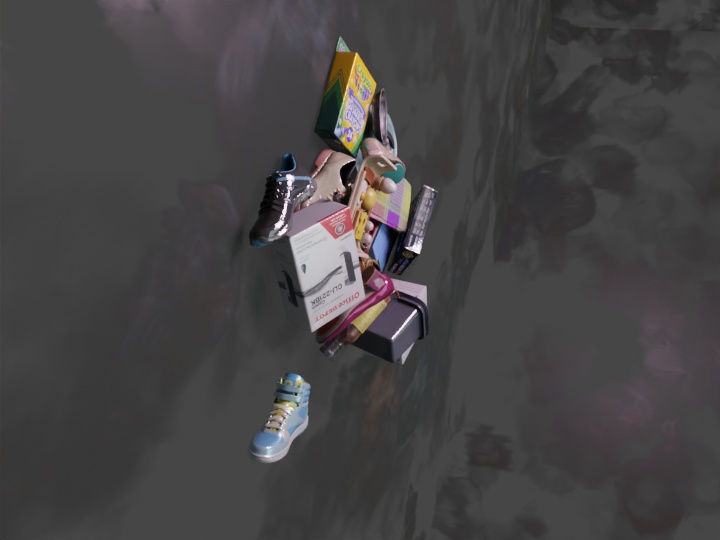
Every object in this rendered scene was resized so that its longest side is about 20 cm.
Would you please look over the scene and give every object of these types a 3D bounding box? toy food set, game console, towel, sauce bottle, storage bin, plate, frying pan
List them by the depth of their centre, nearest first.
[{"bbox_3d":[0.023,-0.127,1.220,0.143,0.060,0.203,5,102,-75],"label":"toy food set"},{"bbox_3d":[0.051,-0.337,1.330,0.190,0.030,0.117,-32,122,-78],"label":"frying pan"},{"bbox_3d":[-0.015,0.119,1.367,0.200,0.066,0.066,-48,150,-9],"label":"sauce bottle"},{"bbox_3d":[0.044,-0.285,1.397,0.199,0.025,0.204,-12,104,-57],"label":"plate"},{"bbox_3d":[0.049,0.123,1.447,0.134,0.198,0.147,-45,143,-38],"label":"storage bin"},{"bbox_3d":[0.069,-0.185,1.492,0.199,0.022,0.146,20,76,-55],"label":"towel"},{"bbox_3d":[0.055,-0.072,1.561,0.178,0.031,0.202,67,41,-54],"label":"game console"}]

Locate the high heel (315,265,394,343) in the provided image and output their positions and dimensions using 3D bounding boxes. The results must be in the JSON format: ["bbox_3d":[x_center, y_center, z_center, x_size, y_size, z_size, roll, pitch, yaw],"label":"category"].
[{"bbox_3d":[-0.007,0.089,1.257,0.200,0.067,0.096,-47,134,3],"label":"high heel"}]

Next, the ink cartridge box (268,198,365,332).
[{"bbox_3d":[-0.080,-0.010,1.116,0.143,0.083,0.203,-31,126,-32],"label":"ink cartridge box"}]

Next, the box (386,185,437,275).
[{"bbox_3d":[0.139,-0.106,1.620,0.159,0.045,0.203,125,-15,-64],"label":"box"}]

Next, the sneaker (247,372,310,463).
[{"bbox_3d":[-0.157,0.276,1.161,0.200,0.078,0.133,-40,139,-70],"label":"sneaker"}]

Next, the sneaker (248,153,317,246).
[{"bbox_3d":[-0.146,-0.121,1.027,0.083,0.072,0.201,62,36,-34],"label":"sneaker"}]

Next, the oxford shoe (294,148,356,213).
[{"bbox_3d":[-0.070,-0.153,1.165,0.071,0.073,0.202,62,45,-60],"label":"oxford shoe"}]

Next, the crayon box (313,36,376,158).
[{"bbox_3d":[-0.024,-0.349,1.212,0.126,0.051,0.203,32,71,-66],"label":"crayon box"}]

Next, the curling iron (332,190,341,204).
[{"bbox_3d":[-0.041,-0.096,1.192,0.201,0.025,0.050,77,34,-62],"label":"curling iron"}]

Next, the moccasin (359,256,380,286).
[{"bbox_3d":[0.000,0.002,1.321,0.201,0.077,0.075,15,89,-74],"label":"moccasin"}]

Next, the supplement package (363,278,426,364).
[{"bbox_3d":[0.097,0.136,1.642,0.201,0.119,0.121,-55,148,-45],"label":"supplement package"}]

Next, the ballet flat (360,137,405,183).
[{"bbox_3d":[0.050,-0.247,1.321,0.068,0.067,0.200,66,13,14],"label":"ballet flat"}]

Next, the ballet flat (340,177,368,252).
[{"bbox_3d":[-0.010,-0.117,1.361,0.068,0.046,0.203,-53,147,-47],"label":"ballet flat"}]
